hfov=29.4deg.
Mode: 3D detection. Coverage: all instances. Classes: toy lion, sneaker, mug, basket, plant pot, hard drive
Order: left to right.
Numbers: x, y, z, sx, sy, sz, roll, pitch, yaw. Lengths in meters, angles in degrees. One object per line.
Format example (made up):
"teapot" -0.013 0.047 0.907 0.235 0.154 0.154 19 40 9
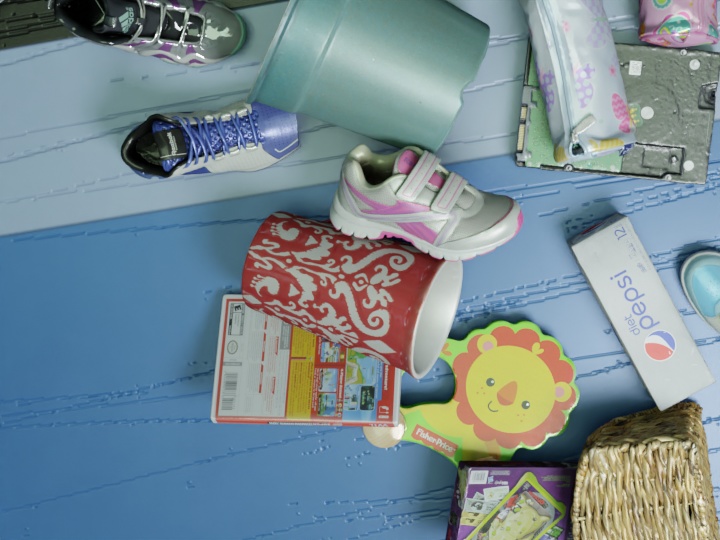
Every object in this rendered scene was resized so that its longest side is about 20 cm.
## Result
"sneaker" -0.224 -0.253 1.410 0.200 0.140 0.078 6 97 4
"sneaker" -0.163 -0.132 1.434 0.199 0.115 0.081 -11 97 6
"mug" -0.003 0.011 1.433 0.200 0.178 0.134 17 116 18
"plant pot" 0.013 -0.219 1.379 0.196 0.200 0.200 24 98 -6
"sneaker" 0.061 -0.072 1.351 0.200 0.081 0.088 9 134 15
"toy lion" 0.125 0.133 1.475 0.200 0.069 0.192 27 92 1
"hard drive" 0.267 -0.167 1.433 0.200 0.038 0.140 5 97 3
"basket" 0.298 0.254 1.440 0.142 0.149 0.200 -8 99 17
"sneaker" 0.412 0.062 1.402 0.200 0.131 0.080 44 100 -1

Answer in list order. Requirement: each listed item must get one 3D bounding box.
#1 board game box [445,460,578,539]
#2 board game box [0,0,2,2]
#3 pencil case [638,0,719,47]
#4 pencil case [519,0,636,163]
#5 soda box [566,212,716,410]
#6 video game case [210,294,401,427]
"board game box" 0.185 0.261 1.451 0.200 0.032 0.120 5 96 -26
"board game box" -0.417 -0.352 1.468 0.200 0.034 0.135 -36 93 8
"pencil case" 0.326 -0.326 1.379 0.087 0.087 0.200 5 95 4
"pencil case" 0.212 -0.206 1.369 0.083 0.091 0.200 -9 96 46
"soda box" 0.293 0.042 1.443 0.068 0.063 0.200 -29 94 6
"video game case" -0.055 0.095 1.464 0.200 0.017 0.143 0 67 8
